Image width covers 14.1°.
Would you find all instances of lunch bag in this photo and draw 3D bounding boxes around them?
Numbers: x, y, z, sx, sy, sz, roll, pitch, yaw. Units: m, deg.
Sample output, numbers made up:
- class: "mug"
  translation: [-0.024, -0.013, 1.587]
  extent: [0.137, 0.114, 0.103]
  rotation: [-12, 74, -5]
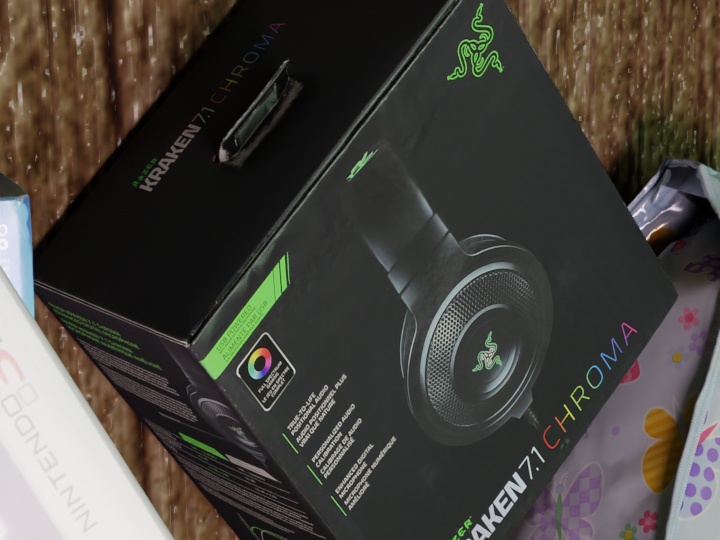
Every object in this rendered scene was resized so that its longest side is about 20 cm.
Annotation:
- class: "lunch bag"
  translation: [0.149, 0.077, 1.182]
  extent: [0.169, 0.127, 0.201]
  rotation: [31, 71, -38]

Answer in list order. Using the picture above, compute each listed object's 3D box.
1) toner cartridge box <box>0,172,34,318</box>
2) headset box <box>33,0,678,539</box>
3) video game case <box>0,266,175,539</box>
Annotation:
- class: "toner cartridge box"
  translation: [-0.194, 0.028, 0.835]
  extent: [0.199, 0.043, 0.095]
  rotation: [-7, 106, -22]
- class: "headset box"
  translation: [0.000, 0.000, 1.037]
  extent: [0.174, 0.093, 0.200]
  rotation: [-52, 134, -19]
- class: "video game case"
  translation: [-0.166, 0.081, 0.815]
  extent: [0.200, 0.023, 0.183]
  rotation: [-35, 109, -12]
